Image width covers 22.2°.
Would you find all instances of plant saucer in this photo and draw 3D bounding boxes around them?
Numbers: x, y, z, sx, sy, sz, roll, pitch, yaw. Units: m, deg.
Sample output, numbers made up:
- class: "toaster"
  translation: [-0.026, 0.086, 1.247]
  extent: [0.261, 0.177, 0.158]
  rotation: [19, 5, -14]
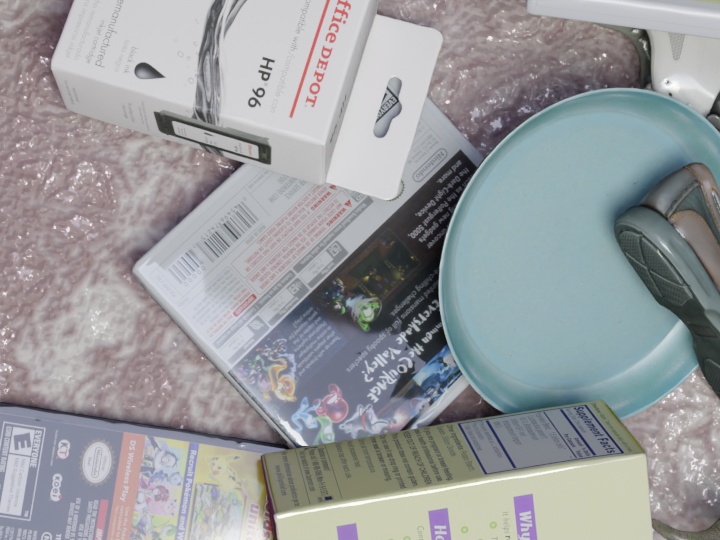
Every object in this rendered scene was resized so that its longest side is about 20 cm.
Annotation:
- class: "plant saucer"
  translation: [0.130, -0.007, 1.042]
  extent: [0.198, 0.027, 0.202]
  rotation: [-8, 111, -21]

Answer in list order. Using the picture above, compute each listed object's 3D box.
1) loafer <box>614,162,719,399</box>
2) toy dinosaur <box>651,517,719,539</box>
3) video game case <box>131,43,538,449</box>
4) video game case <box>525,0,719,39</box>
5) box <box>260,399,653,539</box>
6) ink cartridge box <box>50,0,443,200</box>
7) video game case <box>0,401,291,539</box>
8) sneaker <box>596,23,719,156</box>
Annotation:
- class: "loafer"
  translation: [0.220, 0.027, 1.040]
  extent: [0.063, 0.072, 0.200]
  rotation: [-44, 116, -14]
- class: "toy dinosaur"
  translation: [0.247, 0.172, 1.025]
  extent: [0.199, 0.077, 0.103]
  rotation: [26, 72, 2]
- class: "video game case"
  translation: [0.000, 0.000, 1.060]
  extent: [0.200, 0.023, 0.182]
  rotation: [-43, 90, -14]
- class: "video game case"
  translation: [0.195, -0.202, 1.026]
  extent: [0.198, 0.022, 0.183]
  rotation: [8, 55, 0]
- class: "box"
  translation: [0.056, 0.181, 0.999]
  extent: [0.198, 0.097, 0.178]
  rotation: [-9, 105, -5]
- class: "ink cartridge box"
  translation: [-0.059, -0.125, 1.033]
  extent: [0.198, 0.068, 0.117]
  rotation: [16, 73, 3]
- class: "video game case"
  translation: [-0.134, 0.188, 1.041]
  extent: [0.179, 0.026, 0.202]
  rotation: [9, 83, -4]
- class: "sneaker"
  translation: [0.208, -0.095, 1.075]
  extent: [0.088, 0.074, 0.201]
  rotation: [-33, 77, -5]
